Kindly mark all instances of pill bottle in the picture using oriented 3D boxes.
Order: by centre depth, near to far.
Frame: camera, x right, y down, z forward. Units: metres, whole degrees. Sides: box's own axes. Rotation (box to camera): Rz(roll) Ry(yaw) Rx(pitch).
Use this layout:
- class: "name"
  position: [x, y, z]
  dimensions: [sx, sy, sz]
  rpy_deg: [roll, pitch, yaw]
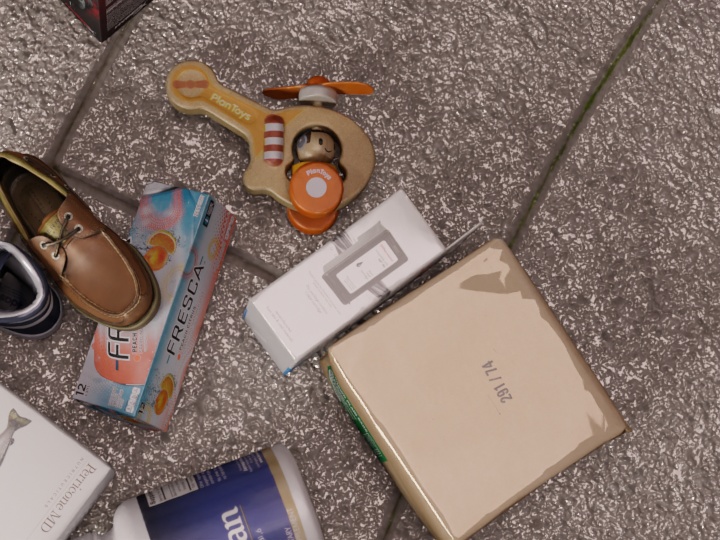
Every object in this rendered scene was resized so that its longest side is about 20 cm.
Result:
- class: "pill bottle"
  position: [-0.136, 0.227, 1.343]
  dimensions: [0.199, 0.111, 0.112]
  rpy_deg: [-20, 83, -9]

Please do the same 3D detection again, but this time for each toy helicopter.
- class: "toy helicopter"
  position: [-0.077, -0.131, 1.431]
  dimensions: [0.199, 0.079, 0.133]
  rpy_deg: [30, 78, 3]

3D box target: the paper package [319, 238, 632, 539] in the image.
- class: "paper package"
  position: [0.093, 0.106, 1.396]
  dimensions: [0.190, 0.103, 0.200]
  rpy_deg: [-32, 86, -11]

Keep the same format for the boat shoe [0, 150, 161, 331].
- class: "boat shoe"
  position: [-0.246, -0.024, 1.358]
  dimensions: [0.072, 0.068, 0.200]
  rpy_deg: [-48, 62, -1]

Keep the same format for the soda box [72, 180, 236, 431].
- class: "soda box"
  position: [-0.173, 0.030, 1.387]
  dimensions: [0.063, 0.068, 0.201]
  rpy_deg: [12, 77, 21]

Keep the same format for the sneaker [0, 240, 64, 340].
- class: "sneaker"
  position: [-0.345, 0.000, 1.359]
  dimensions: [0.199, 0.109, 0.070]
  rpy_deg: [18, 78, -3]

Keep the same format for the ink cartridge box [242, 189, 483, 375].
- class: "ink cartridge box"
  position: [0.000, 0.000, 1.396]
  dimensions: [0.200, 0.116, 0.068]
  rpy_deg: [-36, 87, -12]

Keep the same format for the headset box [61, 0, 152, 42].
- class: "headset box"
  position: [-0.243, -0.297, 1.376]
  dimensions: [0.077, 0.200, 0.149]
  rpy_deg: [-43, 88, -12]

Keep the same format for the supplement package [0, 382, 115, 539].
- class: "supplement package"
  position: [-0.313, 0.150, 1.333]
  dimensions: [0.200, 0.117, 0.117]
  rpy_deg: [36, 78, 0]
